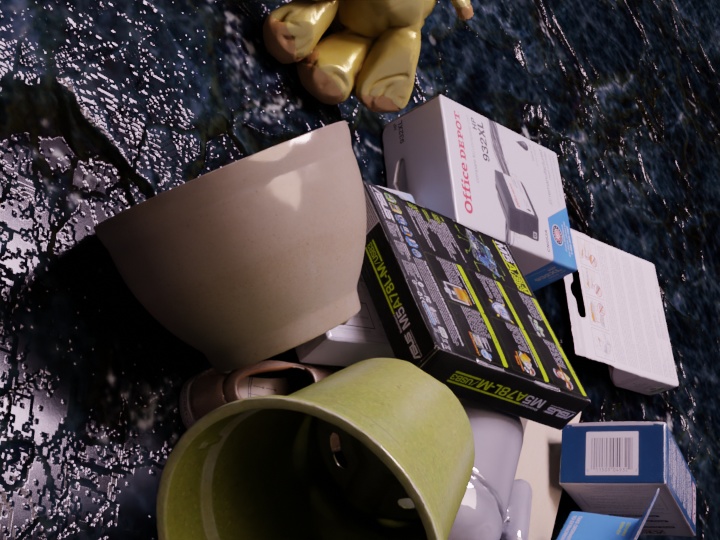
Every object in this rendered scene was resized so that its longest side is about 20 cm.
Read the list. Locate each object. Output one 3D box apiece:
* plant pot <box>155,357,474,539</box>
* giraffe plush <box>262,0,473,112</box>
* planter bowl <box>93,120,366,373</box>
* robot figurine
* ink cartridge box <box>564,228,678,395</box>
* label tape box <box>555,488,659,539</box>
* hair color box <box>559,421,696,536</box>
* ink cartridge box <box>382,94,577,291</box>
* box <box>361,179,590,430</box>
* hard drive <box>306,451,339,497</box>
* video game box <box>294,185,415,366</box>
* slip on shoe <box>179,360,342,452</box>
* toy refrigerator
[{"bbox_3d":[-0.008,0.151,0.818,0.202,0.199,0.184,61,27,-3],"label":"plant pot"},{"bbox_3d":[0.005,-0.271,1.160,0.172,0.200,0.163,40,15,-22],"label":"giraffe plush"},{"bbox_3d":[-0.077,-0.009,0.875,0.200,0.199,0.136,-30,99,-52],"label":"planter bowl"},{"bbox_3d":[0.072,0.170,0.991,0.168,0.113,0.201,29,43,-4],"label":"robot figurine"},{"bbox_3d":[0.283,0.048,1.377,0.199,0.050,0.163,16,58,-39],"label":"ink cartridge box"},{"bbox_3d":[0.173,0.280,1.003,0.063,0.202,0.144,24,35,17],"label":"label tape box"},{"bbox_3d":[0.264,0.206,1.159,0.200,0.099,0.061,50,42,-56],"label":"hair color box"},{"bbox_3d":[0.124,-0.073,1.225,0.199,0.083,0.147,18,57,-43],"label":"ink cartridge box"},{"bbox_3d":[0.086,0.029,1.016,0.192,0.048,0.201,23,32,-40],"label":"box"},{"bbox_3d":[-0.051,0.237,0.885,0.134,0.042,0.202,1,69,-48],"label":"hard drive"},{"bbox_3d":[0.000,0.000,1.045,0.199,0.047,0.184,11,51,-46],"label":"video game box"},{"bbox_3d":[-0.050,0.103,0.945,0.199,0.060,0.077,13,60,-45],"label":"slip on shoe"},{"bbox_3d":[0.145,0.183,1.123,0.076,0.069,0.201,51,40,-25],"label":"toy refrigerator"}]
